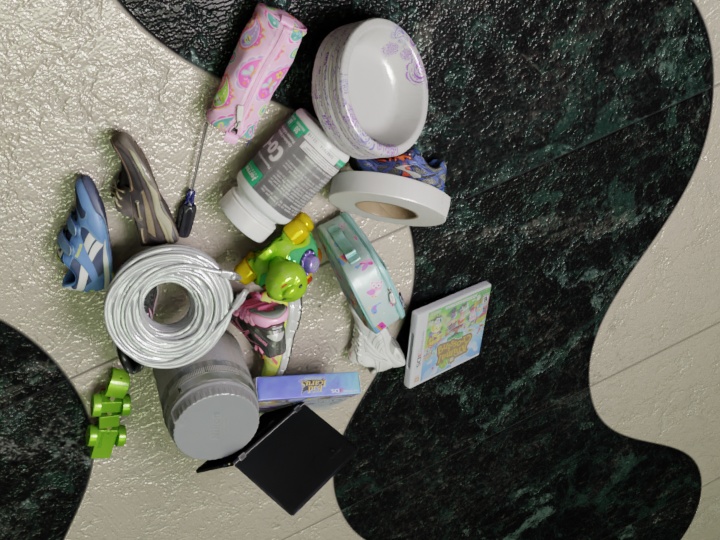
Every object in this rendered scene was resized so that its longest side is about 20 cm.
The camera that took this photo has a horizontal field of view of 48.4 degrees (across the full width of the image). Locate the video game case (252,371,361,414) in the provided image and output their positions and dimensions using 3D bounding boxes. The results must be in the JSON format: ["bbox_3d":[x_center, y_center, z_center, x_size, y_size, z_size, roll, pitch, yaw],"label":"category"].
[{"bbox_3d":[-0.124,0.231,1.497,0.198,0.046,0.181,0,163,-25],"label":"video game case"}]

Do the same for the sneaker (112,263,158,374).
[{"bbox_3d":[-0.368,0.084,1.325,0.080,0.086,0.202,-7,124,-22],"label":"sneaker"}]

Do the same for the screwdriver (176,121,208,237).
[{"bbox_3d":[-0.263,-0.143,1.262,0.028,0.029,0.202,4,116,-26],"label":"screwdriver"}]

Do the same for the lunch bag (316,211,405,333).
[{"bbox_3d":[0.000,0.000,1.360,0.077,0.200,0.161,-28,130,-7],"label":"lunch bag"}]

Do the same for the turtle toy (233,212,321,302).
[{"bbox_3d":[-0.124,-0.008,1.312,0.145,0.200,0.101,-38,99,9],"label":"turtle toy"}]

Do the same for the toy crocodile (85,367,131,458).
[{"bbox_3d":[-0.452,0.261,1.432,0.067,0.062,0.201,2,125,-26],"label":"toy crocodile"}]

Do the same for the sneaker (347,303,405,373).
[{"bbox_3d":[0.014,0.138,1.542,0.099,0.078,0.201,-29,128,1],"label":"sneaker"}]

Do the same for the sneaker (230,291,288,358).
[{"bbox_3d":[-0.178,0.094,1.343,0.078,0.200,0.096,-18,108,-25],"label":"sneaker"}]

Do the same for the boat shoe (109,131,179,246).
[{"bbox_3d":[-0.340,-0.112,1.214,0.073,0.075,0.201,-23,127,-8],"label":"boat shoe"}]

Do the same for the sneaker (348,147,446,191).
[{"bbox_3d":[0.066,-0.175,1.365,0.199,0.075,0.079,11,103,-35],"label":"sneaker"}]

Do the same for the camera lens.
[{"bbox_3d":[-0.266,0.202,1.378,0.159,0.200,0.161,-12,126,-17],"label":"camera lens"}]

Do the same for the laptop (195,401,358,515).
[{"bbox_3d":[-0.146,0.330,1.398,0.187,0.199,0.117,-35,98,-45],"label":"laptop"}]

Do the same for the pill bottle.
[{"bbox_3d":[-0.122,-0.147,1.263,0.200,0.113,0.113,-45,128,9],"label":"pill bottle"}]

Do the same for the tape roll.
[{"bbox_3d":[0.047,-0.115,1.313,0.201,0.202,0.037,17,81,-32],"label":"tape roll"}]

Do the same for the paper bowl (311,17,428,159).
[{"bbox_3d":[0.005,-0.270,1.209,0.200,0.104,0.203,-3,94,-46],"label":"paper bowl"}]

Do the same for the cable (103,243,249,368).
[{"bbox_3d":[-0.302,0.053,1.264,0.199,0.069,0.201,29,95,-27],"label":"cable"}]

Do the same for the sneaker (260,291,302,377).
[{"bbox_3d":[-0.164,0.114,1.455,0.089,0.078,0.201,9,118,-12],"label":"sneaker"}]

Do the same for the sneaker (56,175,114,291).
[{"bbox_3d":[-0.424,-0.048,1.221,0.081,0.074,0.202,-6,123,-18],"label":"sneaker"}]

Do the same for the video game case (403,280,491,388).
[{"bbox_3d":[0.175,0.128,1.606,0.199,0.022,0.183,-20,130,-33],"label":"video game case"}]

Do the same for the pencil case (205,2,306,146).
[{"bbox_3d":[-0.155,-0.286,1.173,0.087,0.088,0.201,19,112,-33],"label":"pencil case"}]
